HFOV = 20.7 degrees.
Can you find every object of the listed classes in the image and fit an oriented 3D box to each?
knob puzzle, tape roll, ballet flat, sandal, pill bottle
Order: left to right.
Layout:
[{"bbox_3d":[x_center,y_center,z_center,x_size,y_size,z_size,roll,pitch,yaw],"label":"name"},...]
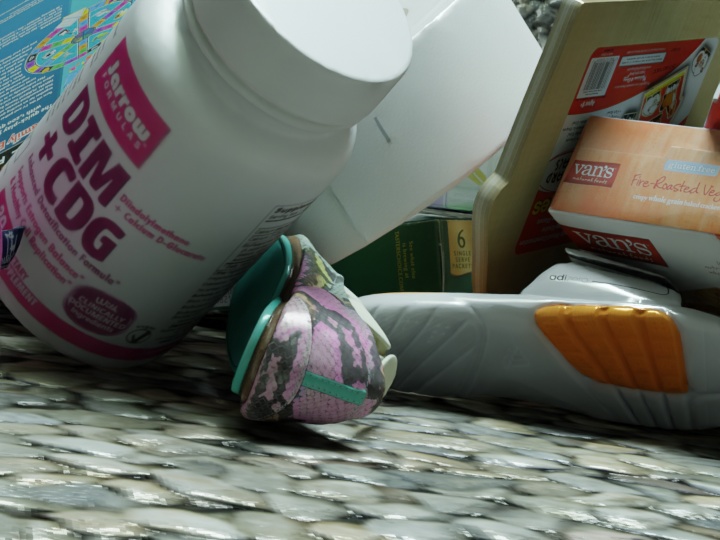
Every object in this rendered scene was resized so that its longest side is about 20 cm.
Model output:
[{"bbox_3d":[-0.073,-0.056,0.855,0.113,0.114,0.200,3,-37,-44],"label":"pill bottle"},{"bbox_3d":[-0.020,0.032,0.845,0.071,0.070,0.200,25,6,-8],"label":"ballet flat"},{"bbox_3d":[-0.002,-0.075,1.003,0.202,0.071,0.203,-32,14,9],"label":"tape roll"},{"bbox_3d":[0.089,0.021,0.915,0.205,0.080,0.060,7,48,8],"label":"sandal"},{"bbox_3d":[0.109,-0.049,0.977,0.030,0.221,0.219,33,17,29],"label":"knob puzzle"}]

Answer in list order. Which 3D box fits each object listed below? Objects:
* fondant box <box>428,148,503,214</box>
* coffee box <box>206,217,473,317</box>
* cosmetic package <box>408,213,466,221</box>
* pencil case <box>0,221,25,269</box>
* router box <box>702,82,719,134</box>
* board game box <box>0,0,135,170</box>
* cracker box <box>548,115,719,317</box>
[{"bbox_3d":[0.122,-0.057,1.205,0.143,0.059,0.199,6,0,35],"label":"fondant box"},{"bbox_3d":[0.000,0.000,1.108,0.199,0.044,0.123,-6,-3,36],"label":"coffee box"},{"bbox_3d":[0.124,0.010,1.251,0.199,0.072,0.101,5,4,-34],"label":"cosmetic package"},{"bbox_3d":[-0.248,-0.016,0.823,0.198,0.095,0.091,7,5,11],"label":"pencil case"},{"bbox_3d":[0.245,-0.027,0.943,0.178,0.049,0.200,24,-17,10],"label":"router box"},{"bbox_3d":[-0.170,-0.085,1.043,0.150,0.047,0.201,-26,36,16],"label":"board game box"},{"bbox_3d":[0.193,0.008,0.938,0.133,0.058,0.200,11,-24,40],"label":"cracker box"}]
